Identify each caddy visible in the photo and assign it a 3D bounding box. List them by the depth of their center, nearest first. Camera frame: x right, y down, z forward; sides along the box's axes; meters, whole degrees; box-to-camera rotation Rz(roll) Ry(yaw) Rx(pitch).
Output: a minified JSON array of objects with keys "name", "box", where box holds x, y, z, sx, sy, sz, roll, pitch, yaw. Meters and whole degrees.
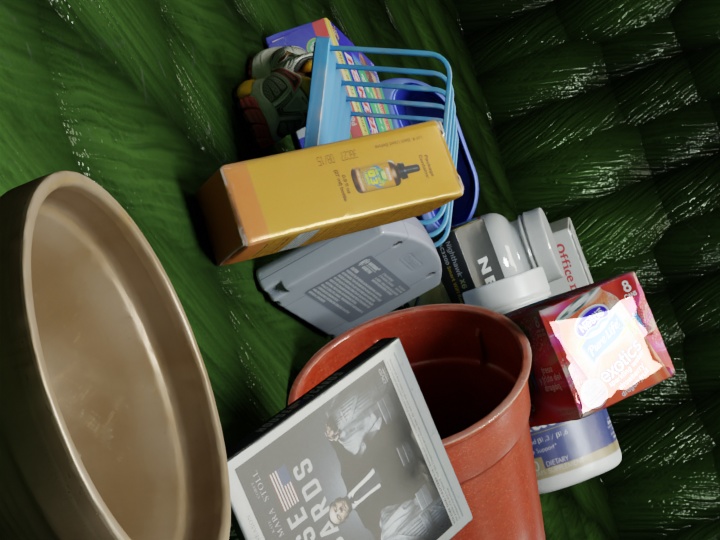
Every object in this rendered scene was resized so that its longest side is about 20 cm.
[{"name":"caddy","box":[0.057,-0.122,1.852,0.105,0.141,0.201,-29,99,-83]}]

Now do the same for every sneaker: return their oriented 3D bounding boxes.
[{"name":"sneaker","box":[-0.060,-0.171,1.526,0.200,0.082,0.078,-83,151,-67]}]

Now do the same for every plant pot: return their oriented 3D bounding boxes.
[{"name":"plant pot","box":[-0.141,0.063,0.736,0.201,0.092,0.202,-21,90,-78]},{"name":"plant pot","box":[0.063,0.164,1.314,0.201,0.199,0.196,-90,165,-59]}]

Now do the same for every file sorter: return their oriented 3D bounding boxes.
[{"name":"file sorter","box":[0.022,-0.105,1.433,0.200,0.122,0.140,68,28,-77]}]

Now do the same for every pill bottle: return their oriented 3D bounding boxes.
[{"name":"pill bottle","box":[0.166,0.103,1.522,0.111,0.110,0.201,-8,78,-78]},{"name":"pill bottle","box":[0.120,0.001,1.786,0.109,0.199,0.109,-19,90,-79]}]

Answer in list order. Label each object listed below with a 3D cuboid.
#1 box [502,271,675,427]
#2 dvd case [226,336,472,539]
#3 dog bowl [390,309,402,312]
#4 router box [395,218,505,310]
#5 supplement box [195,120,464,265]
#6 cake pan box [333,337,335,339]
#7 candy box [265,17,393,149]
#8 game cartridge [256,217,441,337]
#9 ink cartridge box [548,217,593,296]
[{"name":"box","box":[0.164,0.074,1.360,0.096,0.099,0.200,68,-22,2]},{"name":"dvd case","box":[-0.011,0.155,1.100,0.200,0.025,0.151,-34,105,-44]},{"name":"dog bowl","box":[0.082,0.125,1.518,0.200,0.058,0.201,-18,90,-79]},{"name":"router box","box":[0.089,0.063,1.647,0.052,0.157,0.201,-23,93,-46]},{"name":"supplement box","box":[-0.022,-0.061,1.247,0.069,0.199,0.067,-36,-110,63]},{"name":"cake pan box","box":[0.031,0.149,1.506,0.184,0.052,0.201,-83,151,-62]},{"name":"candy box","box":[-0.018,-0.161,1.718,0.200,0.077,0.170,23,49,-73]},{"name":"game cartridge","box":[0.000,0.000,1.394,0.041,0.133,0.200,68,10,18]},{"name":"ink cartridge box","box":[0.221,0.031,2.204,0.084,0.199,0.145,-63,133,-74]}]
